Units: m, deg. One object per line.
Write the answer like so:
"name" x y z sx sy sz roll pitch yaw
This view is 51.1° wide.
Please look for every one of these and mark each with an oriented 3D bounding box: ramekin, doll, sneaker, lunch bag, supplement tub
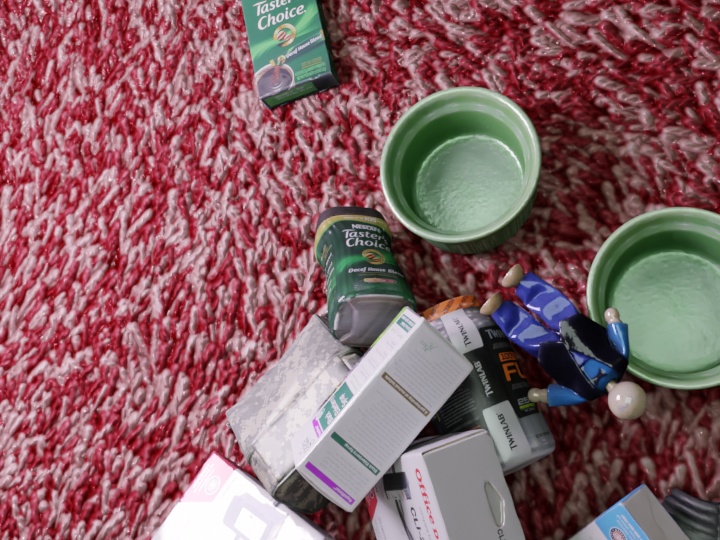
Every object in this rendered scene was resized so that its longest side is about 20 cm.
"ramekin" 0.359 0.039 0.855 0.197 0.098 0.203 -5 74 16
"ramekin" 0.132 -0.120 0.961 0.197 0.098 0.203 -4 74 16
"doll" 0.224 0.088 0.820 0.200 0.048 0.137 42 101 24
"sneaker" 0.392 0.305 0.787 0.199 0.071 0.100 30 91 26
"lunch bag" -0.060 0.167 0.931 0.200 0.139 0.168 -47 55 -2
"supplement tub" 0.134 0.140 0.886 0.121 0.123 0.202 -26 70 9

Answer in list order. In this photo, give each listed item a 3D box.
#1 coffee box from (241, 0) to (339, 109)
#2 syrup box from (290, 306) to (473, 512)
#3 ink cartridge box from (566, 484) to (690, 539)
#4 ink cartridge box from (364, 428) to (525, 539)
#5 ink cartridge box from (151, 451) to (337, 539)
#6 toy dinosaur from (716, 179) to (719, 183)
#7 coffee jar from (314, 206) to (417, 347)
"coffee box" -0.110 -0.355 1.138 0.121 0.044 0.203 -15 72 13
"syrup box" 0.019 0.144 0.796 0.081 0.079 0.200 42 88 -11
"ink cartridge box" 0.258 0.334 0.798 0.116 0.066 0.201 53 127 22
"ink cartridge box" 0.081 0.259 0.814 0.083 0.200 0.146 -13 79 -24
"ink cartridge box" -0.137 0.338 0.907 0.199 0.085 0.145 26 73 33
"toy dinosaur" 0.490 -0.063 0.817 0.086 0.198 0.136 -54 24 23
"coffee jar" 0.000 0.000 0.938 0.103 0.086 0.201 2 36 -14
